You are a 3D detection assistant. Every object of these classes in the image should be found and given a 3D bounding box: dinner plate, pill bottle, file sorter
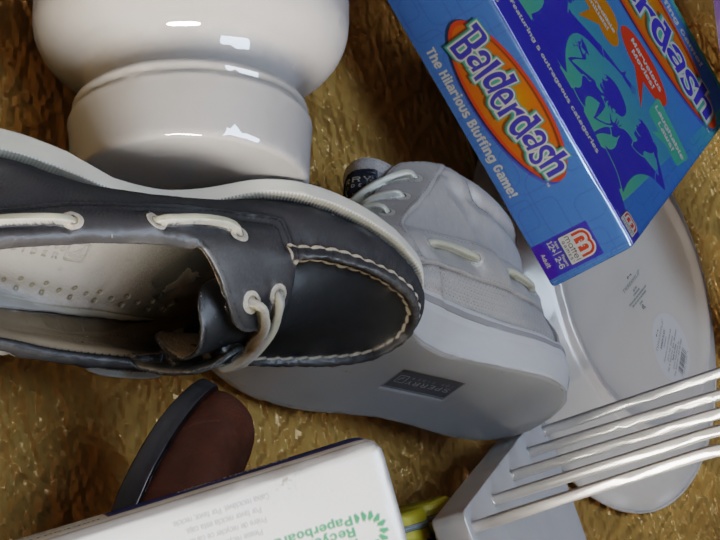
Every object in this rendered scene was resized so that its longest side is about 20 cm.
[{"bbox_3d":[0.116,0.010,1.155,0.200,0.024,0.202,25,58,-48],"label":"dinner plate"},{"bbox_3d":[-0.059,-0.121,0.891,0.112,0.112,0.202,25,56,-46],"label":"pill bottle"},{"bbox_3d":[0.123,0.123,0.974,0.200,0.124,0.140,-31,102,-77],"label":"file sorter"}]

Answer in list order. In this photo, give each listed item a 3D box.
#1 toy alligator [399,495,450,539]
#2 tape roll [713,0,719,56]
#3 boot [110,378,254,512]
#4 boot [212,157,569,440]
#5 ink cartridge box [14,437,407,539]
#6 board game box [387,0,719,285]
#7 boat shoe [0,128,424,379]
[{"bbox_3d":[0.017,0.119,0.948,0.200,0.054,0.060,-2,78,-75],"label":"toy alligator"},{"bbox_3d":[0.231,-0.068,1.232,0.200,0.084,0.202,-10,90,-77],"label":"tape roll"},{"bbox_3d":[0.007,0.139,0.805,0.069,0.198,0.189,102,2,-55],"label":"boot"},{"bbox_3d":[0.000,0.000,0.973,0.199,0.073,0.096,22,43,-48],"label":"boot"},{"bbox_3d":[-0.062,0.171,0.728,0.195,0.043,0.202,-15,90,-12],"label":"ink cartridge box"},{"bbox_3d":[0.090,-0.099,1.104,0.153,0.045,0.200,59,27,-8],"label":"board game box"},{"bbox_3d":[-0.061,0.005,0.825,0.199,0.074,0.060,16,30,-31],"label":"boat shoe"}]
